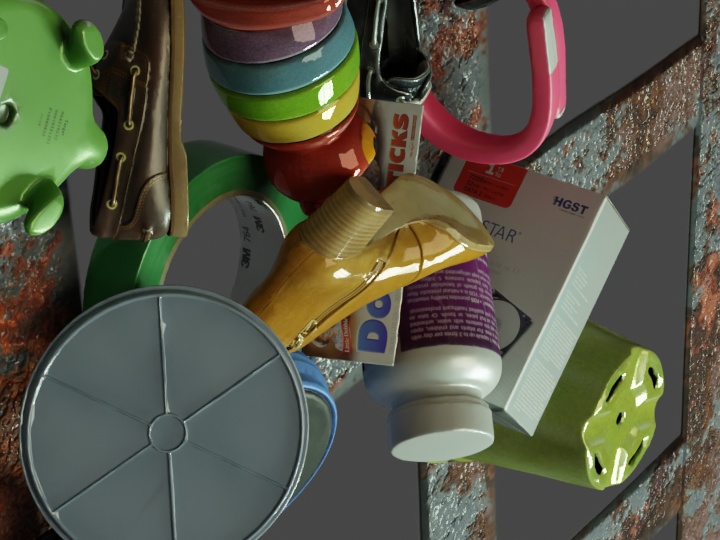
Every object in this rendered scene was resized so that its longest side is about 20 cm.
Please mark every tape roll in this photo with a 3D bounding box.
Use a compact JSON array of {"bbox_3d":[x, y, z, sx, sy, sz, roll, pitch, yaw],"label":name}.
[{"bbox_3d":[-0.116,0.008,1.424,0.200,0.048,0.201,-31,130,-45],"label":"tape roll"}]

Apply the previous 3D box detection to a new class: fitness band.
[{"bbox_3d":[0.090,-0.174,1.541,0.037,0.143,0.200,-54,147,-42],"label":"fitness band"}]

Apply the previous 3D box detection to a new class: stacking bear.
[{"bbox_3d":[-0.044,-0.131,1.349,0.122,0.113,0.200,-89,167,-48],"label":"stacking bear"}]

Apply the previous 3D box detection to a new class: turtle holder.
[{"bbox_3d":[-0.225,-0.105,1.136,0.185,0.131,0.141,-27,126,-48],"label":"turtle holder"}]

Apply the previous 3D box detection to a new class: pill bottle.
[{"bbox_3d":[0.053,0.045,1.554,0.112,0.112,0.201,30,48,-56],"label":"pill bottle"}]

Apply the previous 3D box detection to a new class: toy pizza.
[{"bbox_3d":[-0.134,0.109,1.340,0.199,0.032,0.201,-1,95,-14],"label":"toy pizza"}]

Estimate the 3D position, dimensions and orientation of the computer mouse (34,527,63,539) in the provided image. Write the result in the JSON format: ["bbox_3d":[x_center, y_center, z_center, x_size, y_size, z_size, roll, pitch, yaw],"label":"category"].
[{"bbox_3d":[-0.235,0.235,1.364,0.200,0.053,0.139,-39,140,-16],"label":"computer mouse"}]

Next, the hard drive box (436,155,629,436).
[{"bbox_3d":[0.111,0.016,1.655,0.200,0.155,0.077,-64,149,-12],"label":"hard drive box"}]

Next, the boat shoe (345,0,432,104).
[{"bbox_3d":[0.023,-0.151,1.525,0.072,0.068,0.201,-38,134,-40],"label":"boat shoe"}]

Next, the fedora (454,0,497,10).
[{"bbox_3d":[0.135,-0.301,1.571,0.092,0.200,0.201,51,57,-12],"label":"fedora"}]

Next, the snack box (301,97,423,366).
[{"bbox_3d":[0.002,-0.031,1.490,0.024,0.072,0.201,137,-40,-87],"label":"snack box"}]

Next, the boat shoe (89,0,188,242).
[{"bbox_3d":[-0.149,-0.118,1.292,0.070,0.070,0.201,-1,95,-10],"label":"boat shoe"}]

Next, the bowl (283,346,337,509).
[{"bbox_3d":[-0.102,0.143,1.450,0.200,0.039,0.201,-30,148,-21],"label":"bowl"}]

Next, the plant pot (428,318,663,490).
[{"bbox_3d":[0.162,0.105,1.749,0.200,0.184,0.201,-30,129,-45],"label":"plant pot"}]

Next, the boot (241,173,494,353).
[{"bbox_3d":[0.000,0.000,1.431,0.144,0.071,0.201,-48,152,21],"label":"boot"}]
